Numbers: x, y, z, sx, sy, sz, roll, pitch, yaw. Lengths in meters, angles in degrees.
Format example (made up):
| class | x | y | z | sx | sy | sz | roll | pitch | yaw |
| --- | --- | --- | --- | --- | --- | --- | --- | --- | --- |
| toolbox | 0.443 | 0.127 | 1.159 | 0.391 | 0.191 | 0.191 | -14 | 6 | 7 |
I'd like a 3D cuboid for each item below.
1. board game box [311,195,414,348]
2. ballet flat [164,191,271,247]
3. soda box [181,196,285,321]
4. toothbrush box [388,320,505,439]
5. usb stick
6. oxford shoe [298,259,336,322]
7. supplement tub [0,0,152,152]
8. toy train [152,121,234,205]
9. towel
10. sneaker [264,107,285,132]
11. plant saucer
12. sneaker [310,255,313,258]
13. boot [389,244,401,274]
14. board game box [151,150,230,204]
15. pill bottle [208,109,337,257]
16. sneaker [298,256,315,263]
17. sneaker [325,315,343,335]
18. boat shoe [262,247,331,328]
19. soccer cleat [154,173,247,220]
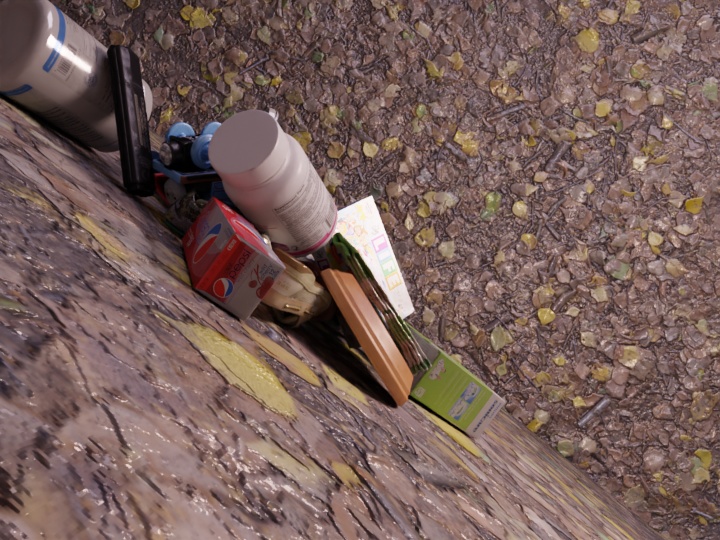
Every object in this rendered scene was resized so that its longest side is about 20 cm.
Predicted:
| class | x | y | z | sx | sy | sz | roll | pitch | yaw |
| --- | --- | --- | --- | --- | --- | --- | --- | --- | --- |
| board game box | 0.000 | 0.000 | 1.007 | 0.034 | 0.134 | 0.202 | -12 | -77 | 46 |
| ballet flat | -0.158 | -0.032 | 0.838 | 0.200 | 0.072 | 0.072 | 38 | 0 | -8 |
| soda box | -0.143 | -0.020 | 0.697 | 0.063 | 0.070 | 0.200 | 36 | 2 | -25 |
| toothbrush box | 0.125 | 0.177 | 1.081 | 0.200 | 0.086 | 0.145 | 37 | 0 | -37 |
| usb stick | -0.302 | -0.198 | 0.855 | 0.055 | 0.032 | 0.202 | 28 | 51 | -78 |
| oxford shoe | -0.080 | 0.028 | 0.982 | 0.075 | 0.070 | 0.200 | 46 | -2 | -38 |
| supplement tub | -0.395 | -0.260 | 0.875 | 0.132 | 0.132 | 0.200 | 38 | 0 | 27 |
| toy train | -0.191 | -0.143 | 0.900 | 0.086 | 0.115 | 0.199 | 26 | 27 | 33 |
| towel | 0.022 | 0.045 | 0.917 | 0.201 | 0.031 | 0.149 | 57 | -4 | -17 |
| sneaker | -0.148 | -0.197 | 1.057 | 0.079 | 0.079 | 0.200 | 28 | -17 | -15 |
| plant saucer | 0.013 | 0.080 | 0.843 | 0.201 | 0.037 | 0.200 | 60 | -1 | 2 |
| sneaker | -0.122 | -0.014 | 1.295 | 0.199 | 0.076 | 0.088 | 38 | 0 | 0 |
| boot | 0.020 | 0.019 | 1.087 | 0.199 | 0.067 | 0.132 | 9 | 64 | -53 |
| board game box | -0.285 | -0.156 | 1.091 | 0.157 | 0.039 | 0.200 | 2 | -29 | 48 |
| pill bottle | -0.112 | -0.110 | 0.854 | 0.113 | 0.113 | 0.200 | 38 | -10 | 31 |
| sneaker | -0.119 | 0.001 | 1.140 | 0.200 | 0.067 | 0.091 | 36 | 7 | -37 |
| sneaker | -0.045 | 0.016 | 1.105 | 0.114 | 0.072 | 0.202 | 26 | 37 | -55 |
| boat shoe | -0.084 | 0.032 | 0.778 | 0.072 | 0.065 | 0.200 | 30 | -10 | 10 |
| soccer cleat | -0.238 | -0.087 | 0.956 | 0.200 | 0.069 | 0.073 | 38 | 18 | 34 |
